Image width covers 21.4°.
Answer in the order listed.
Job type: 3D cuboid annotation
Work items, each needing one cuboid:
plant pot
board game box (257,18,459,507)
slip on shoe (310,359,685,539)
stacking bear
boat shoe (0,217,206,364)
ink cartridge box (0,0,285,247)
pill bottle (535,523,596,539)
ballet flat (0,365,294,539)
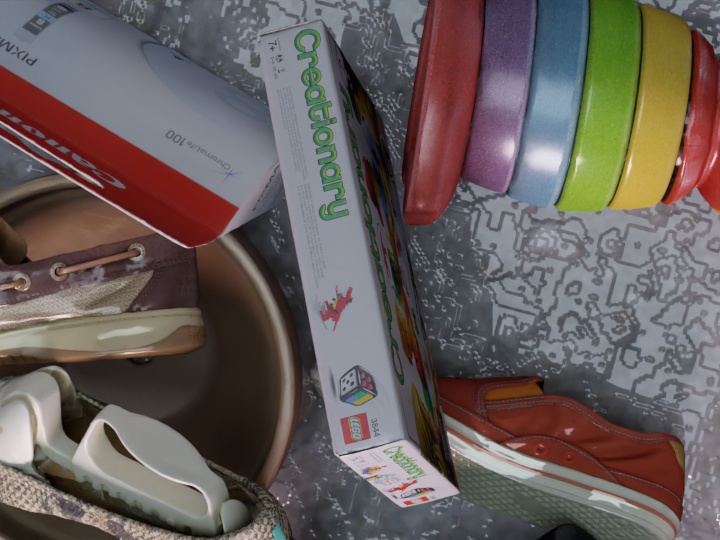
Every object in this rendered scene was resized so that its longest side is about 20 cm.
[{"bbox_3d":[-0.122,0.046,0.959,0.200,0.093,0.201,2,99,10],"label":"plant pot"},{"bbox_3d":[0.000,0.000,0.879,0.035,0.126,0.200,-15,71,9],"label":"board game box"},{"bbox_3d":[0.069,0.080,0.954,0.200,0.074,0.061,19,64,13],"label":"slip on shoe"},{"bbox_3d":[0.126,-0.073,0.899,0.200,0.121,0.114,8,107,-1],"label":"stacking bear"},{"bbox_3d":[-0.172,0.008,0.884,0.200,0.072,0.072,-2,89,6],"label":"boat shoe"},{"bbox_3d":[-0.114,-0.078,0.885,0.160,0.200,0.047,31,100,3],"label":"ink cartridge box"},{"bbox_3d":[0.044,0.212,0.936,0.200,0.112,0.112,-37,91,19],"label":"pill bottle"},{"bbox_3d":[-0.119,0.083,0.865,0.200,0.068,0.075,21,143,19],"label":"ballet flat"}]
